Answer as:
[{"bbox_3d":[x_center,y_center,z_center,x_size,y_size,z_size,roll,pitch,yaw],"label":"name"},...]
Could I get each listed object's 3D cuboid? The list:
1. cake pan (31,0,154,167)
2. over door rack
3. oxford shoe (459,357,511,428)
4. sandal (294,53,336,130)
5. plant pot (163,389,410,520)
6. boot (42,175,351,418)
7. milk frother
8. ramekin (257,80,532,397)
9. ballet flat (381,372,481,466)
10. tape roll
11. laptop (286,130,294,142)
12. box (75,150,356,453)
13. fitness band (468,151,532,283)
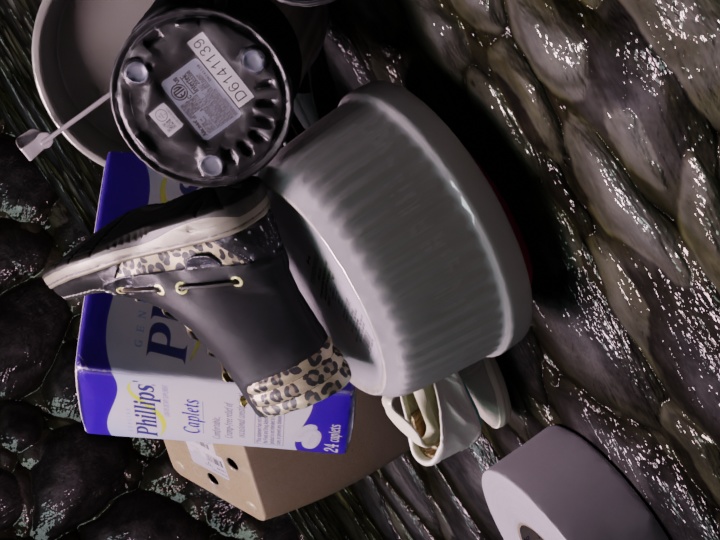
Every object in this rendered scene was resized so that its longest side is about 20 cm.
[{"bbox_3d":[-0.164,-0.175,1.417,0.201,0.199,0.037,61,-171,-17],"label":"cake pan"},{"bbox_3d":[-0.153,-0.087,1.387,0.148,0.199,0.067,53,-163,-24],"label":"over door rack"},{"bbox_3d":[0.059,0.049,1.389,0.201,0.058,0.075,60,164,-25],"label":"oxford shoe"},{"bbox_3d":[-0.063,-0.166,1.347,0.075,0.048,0.201,46,164,44],"label":"sandal"},{"bbox_3d":[-0.092,0.119,1.697,0.199,0.177,0.201,23,139,38],"label":"plant pot"},{"bbox_3d":[-0.111,0.031,1.169,0.203,0.074,0.154,-16,111,39],"label":"boot"},{"bbox_3d":[-0.061,-0.182,1.145,0.188,0.199,0.182,-77,-32,-64],"label":"milk frother"},{"bbox_3d":[0.013,-0.013,1.150,0.200,0.105,0.201,51,161,25],"label":"ramekin"},{"bbox_3d":[0.037,0.069,1.323,0.069,0.069,0.201,39,157,55],"label":"ballet flat"},{"bbox_3d":[0.176,0.219,1.337,0.201,0.066,0.201,53,167,17],"label":"tape roll"},{"bbox_3d":[-0.086,-0.053,1.582,0.200,0.103,0.178,17,139,56],"label":"laptop"},{"bbox_3d":[-0.098,0.023,1.287,0.105,0.198,0.185,96,178,-61],"label":"box"},{"bbox_3d":[0.060,-0.035,1.236,0.144,0.037,0.200,61,167,-5],"label":"fitness band"}]
